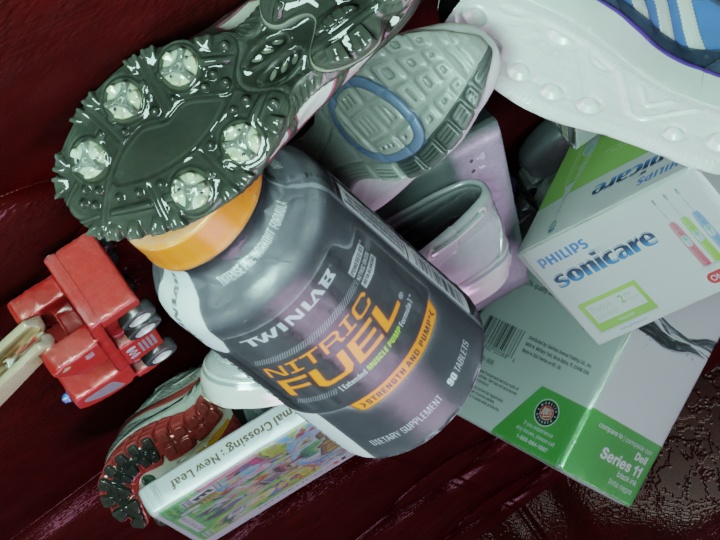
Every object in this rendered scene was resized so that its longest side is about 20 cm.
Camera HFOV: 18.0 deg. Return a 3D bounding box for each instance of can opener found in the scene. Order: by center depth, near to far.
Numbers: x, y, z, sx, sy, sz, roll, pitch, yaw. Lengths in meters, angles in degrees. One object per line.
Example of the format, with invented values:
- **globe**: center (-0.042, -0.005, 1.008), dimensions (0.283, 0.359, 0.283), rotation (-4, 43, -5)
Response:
- **can opener**: center (0.096, -0.049, 1.538), dimensions (0.200, 0.053, 0.066), rotation (-41, 131, 15)

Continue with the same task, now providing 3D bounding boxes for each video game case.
- **video game case**: center (-0.037, 0.106, 1.385), dimensions (0.182, 0.022, 0.200), rotation (-32, 167, -2)

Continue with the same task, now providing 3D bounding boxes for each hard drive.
- **hard drive**: center (0.000, 0.000, 1.335), dimensions (0.200, 0.033, 0.140), rotation (-29, 137, -13)

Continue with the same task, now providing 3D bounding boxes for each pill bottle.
- **pill bottle**: center (-0.032, 0.006, 1.136), dimensions (0.106, 0.106, 0.200), rotation (-39, 133, 13)

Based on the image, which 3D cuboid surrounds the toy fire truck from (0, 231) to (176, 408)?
- **toy fire truck**: center (-0.174, 0.044, 1.167), dimensions (0.141, 0.049, 0.200), rotation (-34, 167, -6)

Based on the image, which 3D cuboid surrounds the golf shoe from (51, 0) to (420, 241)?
- **golf shoe**: center (-0.045, -0.082, 1.006), dimensions (0.200, 0.077, 0.088), rotation (-38, 174, 11)

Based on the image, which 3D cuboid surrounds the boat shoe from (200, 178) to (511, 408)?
- **boat shoe**: center (-0.004, 0.010, 1.267), dimensions (0.199, 0.072, 0.069), rotation (-23, 124, -16)

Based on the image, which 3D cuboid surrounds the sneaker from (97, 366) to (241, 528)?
- **sneaker**: center (-0.087, 0.079, 1.463), dimensions (0.200, 0.078, 0.082), rotation (-32, -157, 9)

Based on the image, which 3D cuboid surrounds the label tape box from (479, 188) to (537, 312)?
- **label tape box**: center (0.100, 0.013, 1.700), dimensions (0.143, 0.066, 0.200), rotation (-25, 165, -31)

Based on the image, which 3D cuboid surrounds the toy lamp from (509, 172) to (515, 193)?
- **toy lamp**: center (0.000, -0.011, 1.392), dimensions (0.200, 0.058, 0.058), rotation (-35, 167, -7)

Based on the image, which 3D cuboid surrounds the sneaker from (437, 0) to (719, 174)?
- **sneaker**: center (0.142, -0.147, 1.197), dimensions (0.081, 0.199, 0.147), rotation (-50, -160, 52)

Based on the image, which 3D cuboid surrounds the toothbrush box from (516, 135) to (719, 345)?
- **toothbrush box**: center (0.200, -0.069, 1.385), dimensions (0.145, 0.086, 0.200), rotation (-28, -158, 42)

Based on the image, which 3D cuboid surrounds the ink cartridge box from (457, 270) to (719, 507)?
- **ink cartridge box**: center (0.161, 0.037, 1.539), dimensions (0.083, 0.146, 0.200), rotation (30, 88, -37)

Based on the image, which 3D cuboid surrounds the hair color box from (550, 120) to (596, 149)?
- **hair color box**: center (0.185, -0.162, 1.312), dimensions (0.200, 0.065, 0.109), rotation (-38, 168, -2)

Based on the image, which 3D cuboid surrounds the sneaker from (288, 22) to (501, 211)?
- **sneaker**: center (0.014, -0.078, 1.192), dimensions (0.087, 0.075, 0.200), rotation (-35, 179, -39)
